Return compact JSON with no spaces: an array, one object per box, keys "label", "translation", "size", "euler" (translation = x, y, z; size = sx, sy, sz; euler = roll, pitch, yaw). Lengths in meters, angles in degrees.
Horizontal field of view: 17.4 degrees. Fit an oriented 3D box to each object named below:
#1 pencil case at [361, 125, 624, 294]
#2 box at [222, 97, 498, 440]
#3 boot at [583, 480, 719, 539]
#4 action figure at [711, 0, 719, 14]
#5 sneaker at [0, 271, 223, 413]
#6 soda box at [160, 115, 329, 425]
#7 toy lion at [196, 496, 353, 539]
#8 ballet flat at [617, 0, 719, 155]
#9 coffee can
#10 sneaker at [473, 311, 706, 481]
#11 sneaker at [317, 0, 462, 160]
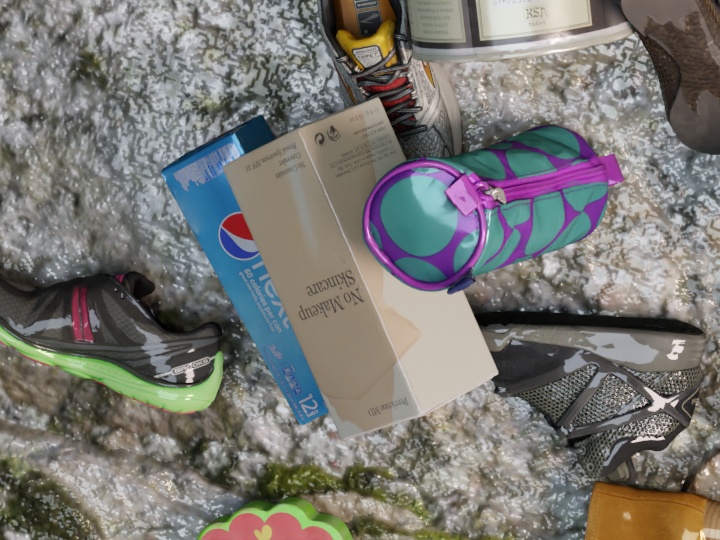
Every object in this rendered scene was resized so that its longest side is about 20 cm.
[{"label":"pencil case","translation":[0.086,-0.041,1.501],"size":[0.092,0.200,0.085],"euler":[-23,88,31]},{"label":"box","translation":[0.000,0.000,1.535],"size":[0.095,0.078,0.200],"euler":[-24,90,50]},{"label":"boot","translation":[0.218,0.241,1.618],"size":[0.144,0.071,0.202],"euler":[8,114,24]},{"label":"action figure","translation":[0.224,-0.223,1.480],"size":[0.119,0.102,0.200],"euler":[-19,97,5]},{"label":"sneaker","translation":[-0.187,0.034,1.655],"size":[0.200,0.077,0.084],"euler":[21,89,4]},{"label":"soda box","translation":[-0.054,-0.001,1.610],"size":[0.064,0.068,0.200],"euler":[-26,96,19]},{"label":"toy lion","translation":[-0.033,0.259,1.677],"size":[0.200,0.069,0.192],"euler":[2,96,12]},{"label":"ballet flat","translation":[0.207,-0.141,1.487],"size":[0.067,0.046,0.200],"euler":[-21,141,17]},{"label":"coffee can","translation":[0.091,-0.241,1.480],"size":[0.146,0.146,0.200],"euler":[-4,102,13]},{"label":"sneaker","translation":[0.128,0.085,1.587],"size":[0.199,0.076,0.114],"euler":[5,98,6]},{"label":"sneaker","translation":[0.010,-0.135,1.557],"size":[0.078,0.082,0.200],"euler":[-17,100,15]}]
